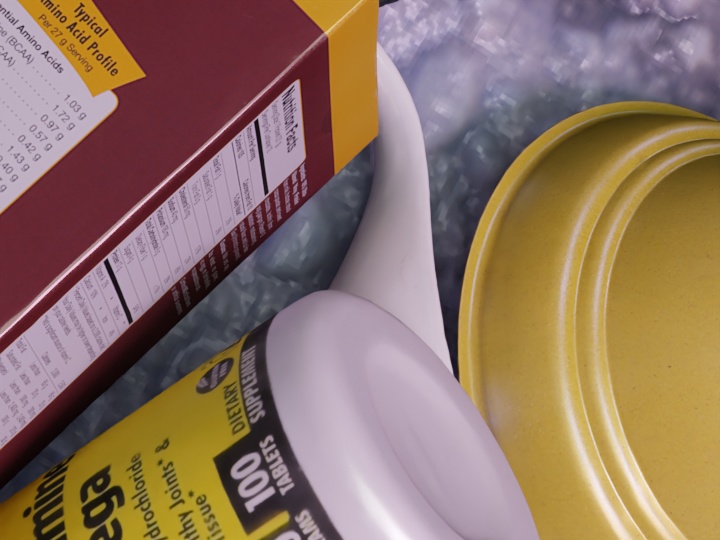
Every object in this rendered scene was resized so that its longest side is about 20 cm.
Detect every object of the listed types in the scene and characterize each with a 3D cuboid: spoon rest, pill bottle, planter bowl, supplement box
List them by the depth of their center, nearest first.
[{"bbox_3d":[-0.130,-0.060,0.736,0.200,0.133,0.197,-43,79,-10],"label":"supplement box"},{"bbox_3d":[-0.056,0.102,0.746,0.200,0.113,0.113,-35,101,18],"label":"pill bottle"},{"bbox_3d":[0.133,0.031,0.821,0.200,0.083,0.201,13,68,-34],"label":"planter bowl"},{"bbox_3d":[0.000,0.000,0.828,0.060,0.099,0.201,-15,83,-18],"label":"spoon rest"}]

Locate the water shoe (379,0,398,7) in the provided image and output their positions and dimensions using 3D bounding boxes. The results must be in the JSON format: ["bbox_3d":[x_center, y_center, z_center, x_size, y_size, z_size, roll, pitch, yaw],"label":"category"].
[{"bbox_3d":[0.037,-0.144,0.835,0.199,0.071,0.079,-25,86,-33],"label":"water shoe"}]
